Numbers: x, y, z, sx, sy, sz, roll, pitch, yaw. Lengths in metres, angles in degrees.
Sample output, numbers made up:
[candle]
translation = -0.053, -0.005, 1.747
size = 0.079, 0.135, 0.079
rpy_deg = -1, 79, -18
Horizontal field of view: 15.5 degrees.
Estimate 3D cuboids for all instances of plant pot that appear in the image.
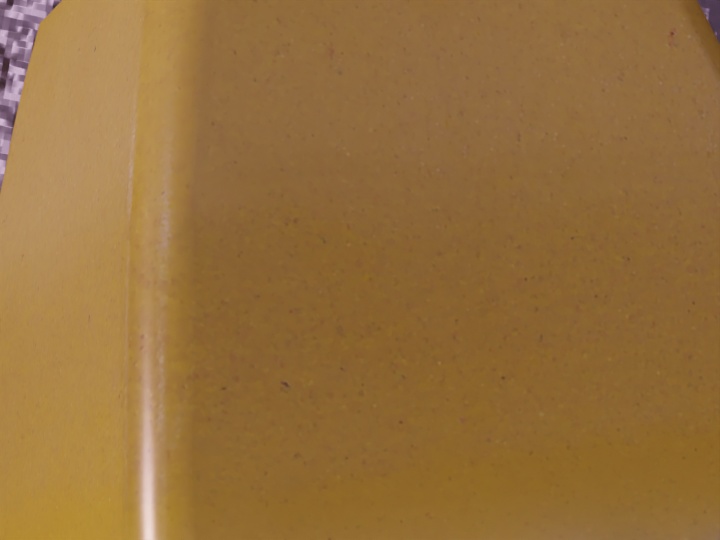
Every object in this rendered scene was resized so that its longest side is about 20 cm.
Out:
[plant pot]
translation = 0.000, 0.000, 0.713
size = 0.200, 0.200, 0.177
rpy_deg = -2, 79, -22
